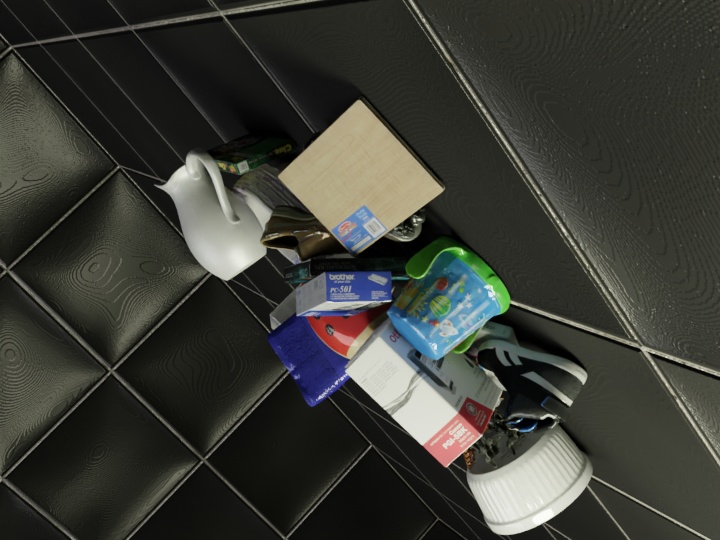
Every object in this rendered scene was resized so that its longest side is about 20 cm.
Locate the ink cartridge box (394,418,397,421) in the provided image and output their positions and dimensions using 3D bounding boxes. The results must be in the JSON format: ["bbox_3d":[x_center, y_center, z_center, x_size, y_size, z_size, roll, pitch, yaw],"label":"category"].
[{"bbox_3d":[0.095,0.195,1.500,0.099,0.039,0.200,32,-151,-23],"label":"ink cartridge box"}]

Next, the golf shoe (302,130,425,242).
[{"bbox_3d":[-0.002,-0.105,1.351,0.200,0.078,0.095,44,168,9],"label":"golf shoe"}]

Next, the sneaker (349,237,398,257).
[{"bbox_3d":[-0.008,-0.092,1.463,0.084,0.075,0.200,7,146,46],"label":"sneaker"}]

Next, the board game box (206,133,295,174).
[{"bbox_3d":[-0.190,-0.191,1.610,0.200,0.104,0.024,22,131,62],"label":"board game box"}]

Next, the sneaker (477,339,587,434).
[{"bbox_3d":[0.213,0.165,1.381,0.073,0.112,0.200,39,163,-29],"label":"sneaker"}]

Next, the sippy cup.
[{"bbox_3d":[0.112,0.045,1.346,0.178,0.130,0.140,48,167,-14],"label":"sippy cup"}]

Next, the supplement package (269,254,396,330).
[{"bbox_3d":[-0.048,0.060,1.740,0.120,0.200,0.121,43,168,7],"label":"supplement package"}]

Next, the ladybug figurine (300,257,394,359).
[{"bbox_3d":[-0.023,0.058,1.551,0.200,0.136,0.072,42,-174,20],"label":"ladybug figurine"}]

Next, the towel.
[{"bbox_3d":[-0.039,0.109,1.616,0.148,0.200,0.050,56,-169,18],"label":"towel"}]

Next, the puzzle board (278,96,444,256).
[{"bbox_3d":[-0.002,-0.115,1.258,0.151,0.017,0.200,46,138,-8],"label":"puzzle board"}]

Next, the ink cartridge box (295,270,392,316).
[{"bbox_3d":[-0.027,0.034,1.401,0.200,0.094,0.044,153,115,-73],"label":"ink cartridge box"}]

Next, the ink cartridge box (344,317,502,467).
[{"bbox_3d":[0.093,0.158,1.418,0.200,0.083,0.147,43,-152,0],"label":"ink cartridge box"}]

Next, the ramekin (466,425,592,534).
[{"bbox_3d":[0.269,0.329,1.624,0.105,0.200,0.200,56,166,-7],"label":"ramekin"}]

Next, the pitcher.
[{"bbox_3d":[-0.233,-0.094,1.597,0.200,0.121,0.171,56,153,-2],"label":"pitcher"}]

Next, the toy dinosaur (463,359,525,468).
[{"bbox_3d":[0.188,0.233,1.562,0.136,0.102,0.200,34,158,36],"label":"toy dinosaur"}]

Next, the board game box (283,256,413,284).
[{"bbox_3d":[0.000,0.000,1.454,0.135,0.199,0.028,165,102,-70],"label":"board game box"}]

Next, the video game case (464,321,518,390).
[{"bbox_3d":[0.168,0.122,1.536,0.181,0.024,0.200,15,154,29],"label":"video game case"}]

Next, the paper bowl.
[{"bbox_3d":[-0.112,-0.100,1.654,0.201,0.104,0.201,42,168,11],"label":"paper bowl"}]

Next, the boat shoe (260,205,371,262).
[{"bbox_3d":[-0.066,-0.043,1.438,0.199,0.076,0.072,7,145,43],"label":"boat shoe"}]

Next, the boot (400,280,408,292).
[{"bbox_3d":[0.111,0.057,1.591,0.097,0.075,0.200,22,160,-1],"label":"boot"}]
